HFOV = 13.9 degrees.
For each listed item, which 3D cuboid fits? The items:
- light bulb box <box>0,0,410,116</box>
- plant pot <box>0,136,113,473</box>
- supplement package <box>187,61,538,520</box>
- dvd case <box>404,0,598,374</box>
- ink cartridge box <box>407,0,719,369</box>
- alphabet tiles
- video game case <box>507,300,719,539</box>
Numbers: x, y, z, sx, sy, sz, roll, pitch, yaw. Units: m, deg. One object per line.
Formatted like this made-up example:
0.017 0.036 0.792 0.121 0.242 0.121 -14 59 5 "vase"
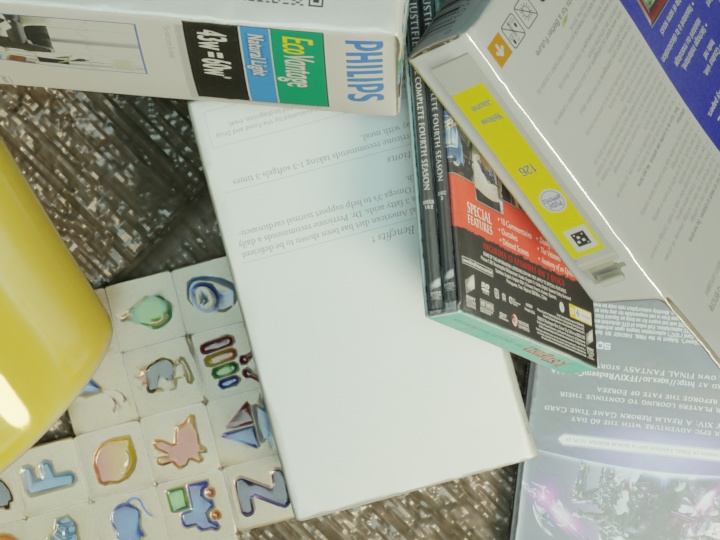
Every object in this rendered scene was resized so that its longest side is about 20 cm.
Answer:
-0.071 -0.181 1.244 0.199 0.125 0.200 6 78 2 "light bulb box"
-0.221 0.002 1.341 0.201 0.201 0.189 -41 107 2 "plant pot"
0.000 0.000 1.381 0.116 0.117 0.201 -14 96 0 "supplement package"
0.062 -0.063 1.339 0.022 0.146 0.201 -11 74 27 "dvd case"
0.126 -0.084 1.344 0.047 0.198 0.200 -18 118 39 "ink cartridge box"
-0.116 0.109 1.443 0.166 0.008 0.201 -14 96 -1 "alphabet tiles"
0.148 0.090 1.445 0.142 0.019 0.201 6 96 -2 "video game case"
